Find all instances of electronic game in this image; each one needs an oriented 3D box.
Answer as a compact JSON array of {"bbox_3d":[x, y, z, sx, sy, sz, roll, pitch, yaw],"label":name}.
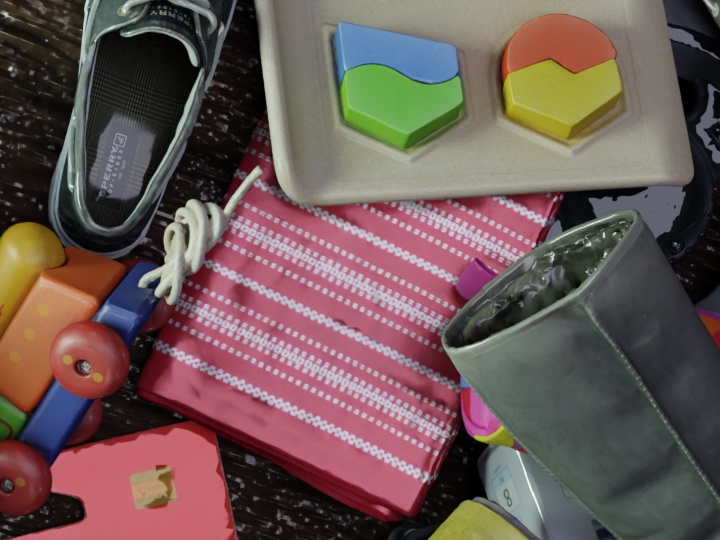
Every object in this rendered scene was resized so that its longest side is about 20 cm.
[{"bbox_3d":[0.131,-0.037,1.194,0.200,0.042,0.200,0,89,-10],"label":"electronic game"}]

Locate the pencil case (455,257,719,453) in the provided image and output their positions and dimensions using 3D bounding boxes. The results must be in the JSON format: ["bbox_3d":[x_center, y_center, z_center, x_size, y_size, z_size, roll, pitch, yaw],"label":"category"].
[{"bbox_3d":[0.141,0.051,1.119,0.200,0.088,0.088,15,84,-18],"label":"pencil case"}]

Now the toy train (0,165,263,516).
[{"bbox_3d":[-0.137,-0.001,1.051,0.116,0.085,0.200,34,116,-2],"label":"toy train"}]

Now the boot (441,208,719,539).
[{"bbox_3d":[0.155,0.055,1.050,0.182,0.073,0.200,-33,105,-4],"label":"boot"}]

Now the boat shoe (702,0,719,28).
[{"bbox_3d":[0.182,-0.139,1.184,0.067,0.057,0.200,-10,57,-32],"label":"boat shoe"}]

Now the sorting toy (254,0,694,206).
[{"bbox_3d":[0.050,-0.122,1.138,0.200,0.036,0.185,-2,68,-14],"label":"sorting toy"}]

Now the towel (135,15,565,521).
[{"bbox_3d":[0.000,0.000,1.144,0.145,0.022,0.200,26,85,-2],"label":"towel"}]

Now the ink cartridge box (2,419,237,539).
[{"bbox_3d":[-0.136,0.172,1.103,0.200,0.045,0.176,-12,93,-18],"label":"ink cartridge box"}]

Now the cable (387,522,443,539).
[{"bbox_3d":[0.049,0.212,1.163,0.163,0.051,0.200,-30,102,-12],"label":"cable"}]

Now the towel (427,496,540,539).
[{"bbox_3d":[0.048,0.202,1.044,0.144,0.023,0.200,44,57,-1],"label":"towel"}]

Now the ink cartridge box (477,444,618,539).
[{"bbox_3d":[0.161,0.154,1.145,0.160,0.047,0.200,-9,65,-28],"label":"ink cartridge box"}]

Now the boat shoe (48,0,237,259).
[{"bbox_3d":[-0.089,-0.102,1.111,0.072,0.071,0.200,12,84,-17],"label":"boat shoe"}]
